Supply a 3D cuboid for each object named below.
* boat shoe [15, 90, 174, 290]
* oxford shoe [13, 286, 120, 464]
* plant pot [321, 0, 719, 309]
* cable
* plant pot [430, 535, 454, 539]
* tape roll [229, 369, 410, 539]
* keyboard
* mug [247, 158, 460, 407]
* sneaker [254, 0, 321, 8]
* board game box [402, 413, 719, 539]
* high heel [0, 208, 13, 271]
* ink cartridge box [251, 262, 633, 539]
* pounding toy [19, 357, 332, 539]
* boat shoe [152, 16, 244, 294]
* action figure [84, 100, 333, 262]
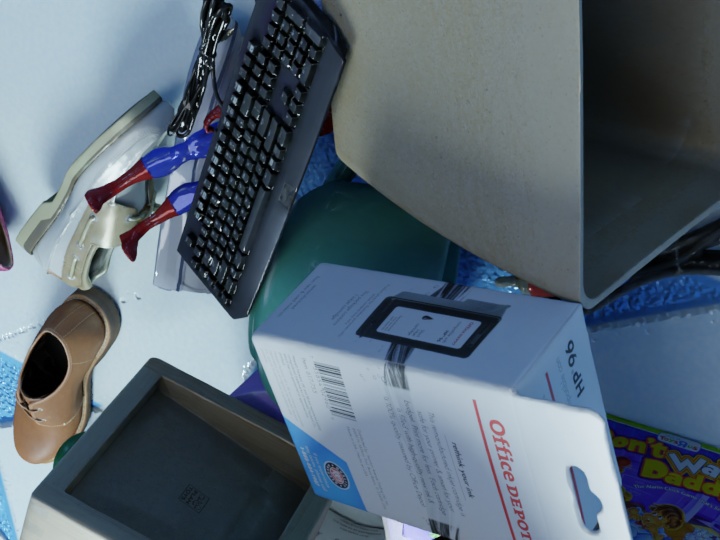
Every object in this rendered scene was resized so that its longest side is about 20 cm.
[{"bbox_3d":[-0.180,-0.055,0.907,0.068,0.075,0.200,45,135,-5],"label":"boat shoe"},{"bbox_3d":[-0.264,0.100,1.033,0.071,0.071,0.201,34,128,10],"label":"oxford shoe"},{"bbox_3d":[0.089,-0.126,0.643,0.176,0.200,0.201,16,122,38],"label":"plant pot"},{"bbox_3d":[0.170,-0.004,0.732,0.199,0.050,0.098,9,119,28],"label":"cable"},{"bbox_3d":[0.040,0.230,0.640,0.197,0.200,0.201,-26,102,-3],"label":"plant pot"},{"bbox_3d":[-0.021,0.157,0.908,0.199,0.085,0.201,14,121,24],"label":"tape roll"},{"bbox_3d":[-0.073,-0.081,0.705,0.127,0.020,0.201,52,134,32],"label":"keyboard"},{"bbox_3d":[-0.001,0.010,0.780,0.113,0.186,0.153,9,140,8],"label":"mug"},{"bbox_3d":[-0.038,-0.195,0.731,0.200,0.076,0.077,42,155,3],"label":"sneaker"},{"bbox_3d":[0.144,0.144,0.771,0.199,0.134,0.045,16,121,23],"label":"board game box"},{"bbox_3d":[-0.319,-0.090,0.963,0.096,0.067,0.201,25,130,29],"label":"high heel"},{"bbox_3d":[0.054,0.072,0.606,0.199,0.068,0.117,10,131,39],"label":"ink cartridge box"},{"bbox_3d":[-0.136,0.166,0.830,0.199,0.184,0.143,27,125,6],"label":"pounding toy"},{"bbox_3d":[-0.097,-0.077,0.853,0.065,0.074,0.201,10,118,-10],"label":"boat shoe"},{"bbox_3d":[-0.077,-0.080,0.791,0.199,0.052,0.066,-34,112,-1],"label":"action figure"}]
